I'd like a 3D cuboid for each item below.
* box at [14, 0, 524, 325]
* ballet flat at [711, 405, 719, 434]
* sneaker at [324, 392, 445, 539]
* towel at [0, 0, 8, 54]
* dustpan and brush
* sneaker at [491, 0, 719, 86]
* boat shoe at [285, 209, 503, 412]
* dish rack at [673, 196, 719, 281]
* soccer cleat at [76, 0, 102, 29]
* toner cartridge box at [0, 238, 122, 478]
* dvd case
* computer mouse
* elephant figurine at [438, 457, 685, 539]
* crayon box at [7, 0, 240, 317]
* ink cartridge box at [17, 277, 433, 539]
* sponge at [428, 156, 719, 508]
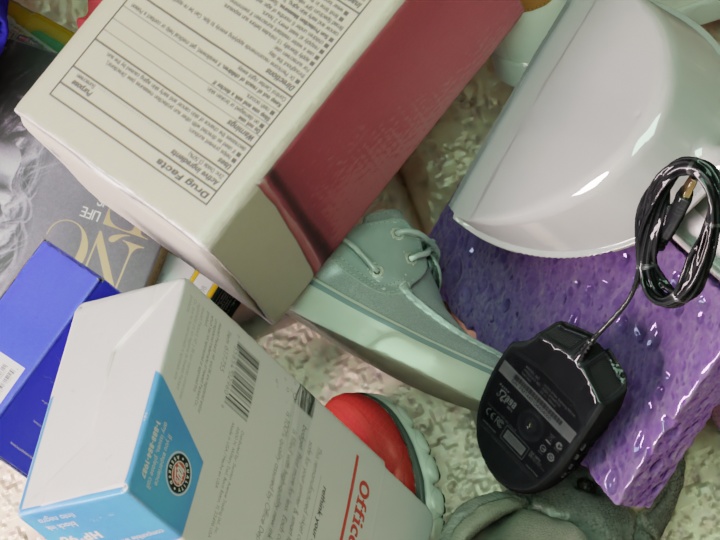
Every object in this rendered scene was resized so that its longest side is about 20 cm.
[{"bbox_3d":[-0.040,-0.098,1.384,0.128,0.109,0.200,36,83,26],"label":"box"},{"bbox_3d":[0.173,0.018,1.441,0.200,0.069,0.071,55,130,18],"label":"ballet flat"},{"bbox_3d":[-0.013,0.147,1.419,0.085,0.077,0.200,17,63,-31],"label":"sneaker"},{"bbox_3d":[-0.215,-0.153,1.501,0.148,0.050,0.200,-42,36,36],"label":"towel"},{"bbox_3d":[0.141,-0.056,1.340,0.057,0.200,0.140,35,80,-29],"label":"dustpan and brush"},{"bbox_3d":[0.149,-0.166,1.463,0.200,0.085,0.073,-29,36,-21],"label":"sneaker"},{"bbox_3d":[0.000,0.000,1.429,0.201,0.070,0.072,30,84,17],"label":"boat shoe"},{"bbox_3d":[0.241,0.013,1.383,0.200,0.172,0.044,42,112,17],"label":"dish rack"},{"bbox_3d":[-0.110,-0.173,1.495,0.076,0.067,0.200,-7,70,-36],"label":"soccer cleat"},{"bbox_3d":[-0.119,0.070,1.413,0.043,0.200,0.095,34,83,33],"label":"toner cartridge box"},{"bbox_3d":[-0.173,-0.013,1.487,0.149,0.016,0.200,19,80,13],"label":"dvd case"},{"bbox_3d":[0.113,0.026,1.336,0.059,0.034,0.200,49,127,21],"label":"computer mouse"},{"bbox_3d":[0.093,0.155,1.410,0.142,0.155,0.200,-46,49,36],"label":"elephant figurine"},{"bbox_3d":[-0.142,-0.046,1.525,0.200,0.052,0.126,30,82,15],"label":"crayon box"},{"bbox_3d":[-0.055,0.109,1.331,0.068,0.200,0.116,-15,46,34],"label":"ink cartridge box"},{"bbox_3d":[0.107,0.011,1.414,0.112,0.030,0.200,-59,44,20],"label":"sponge"}]
